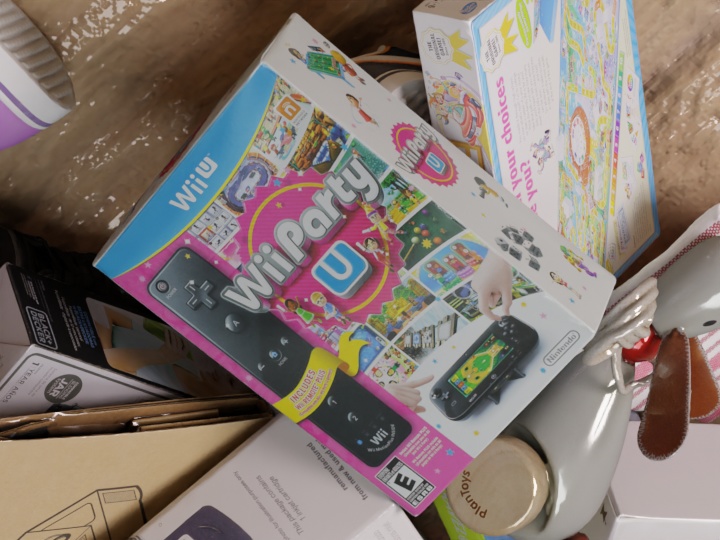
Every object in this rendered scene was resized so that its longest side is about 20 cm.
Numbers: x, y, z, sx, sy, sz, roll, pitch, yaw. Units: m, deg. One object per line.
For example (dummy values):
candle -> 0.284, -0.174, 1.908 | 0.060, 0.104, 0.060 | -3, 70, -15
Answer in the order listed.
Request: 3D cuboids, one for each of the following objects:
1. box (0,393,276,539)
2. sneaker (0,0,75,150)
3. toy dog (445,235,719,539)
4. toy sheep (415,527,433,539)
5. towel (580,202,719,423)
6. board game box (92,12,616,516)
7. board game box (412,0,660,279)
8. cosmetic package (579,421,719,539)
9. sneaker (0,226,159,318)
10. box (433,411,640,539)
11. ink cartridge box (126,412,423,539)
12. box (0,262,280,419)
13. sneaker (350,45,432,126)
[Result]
box -> -0.147, 0.144, 1.483 | 0.163, 0.021, 0.201 | -4, 136, -37
sneaker -> -0.234, -0.116, 1.402 | 0.114, 0.073, 0.201 | -25, 130, 15
toy dog -> 0.132, 0.082, 1.471 | 0.096, 0.132, 0.200 | 49, 125, 6
toy sheep -> -0.001, 0.200, 1.676 | 0.138, 0.138, 0.200 | -33, 129, 17
towel -> 0.184, 0.023, 1.574 | 0.146, 0.030, 0.200 | -41, 151, 24
board game box -> -0.003, 0.000, 1.395 | 0.200, 0.064, 0.148 | 39, 121, -6
board game box -> 0.090, -0.070, 1.450 | 0.034, 0.134, 0.201 | 15, 130, 33
cosmetic package -> 0.207, 0.148, 1.594 | 0.199, 0.085, 0.108 | 5, 127, -16
sneaker -> -0.149, 0.010, 1.529 | 0.087, 0.076, 0.200 | -32, 138, 11
box -> 0.105, 0.121, 1.648 | 0.122, 0.048, 0.201 | -40, 132, -18
ink cartridge box -> -0.065, 0.176, 1.494 | 0.200, 0.084, 0.145 | -39, 153, -3
box -> -0.129, 0.081, 1.510 | 0.199, 0.060, 0.117 | 21, 122, -39
sneaker -> 0.044, -0.070, 1.495 | 0.200, 0.079, 0.079 | 17, 92, -50
